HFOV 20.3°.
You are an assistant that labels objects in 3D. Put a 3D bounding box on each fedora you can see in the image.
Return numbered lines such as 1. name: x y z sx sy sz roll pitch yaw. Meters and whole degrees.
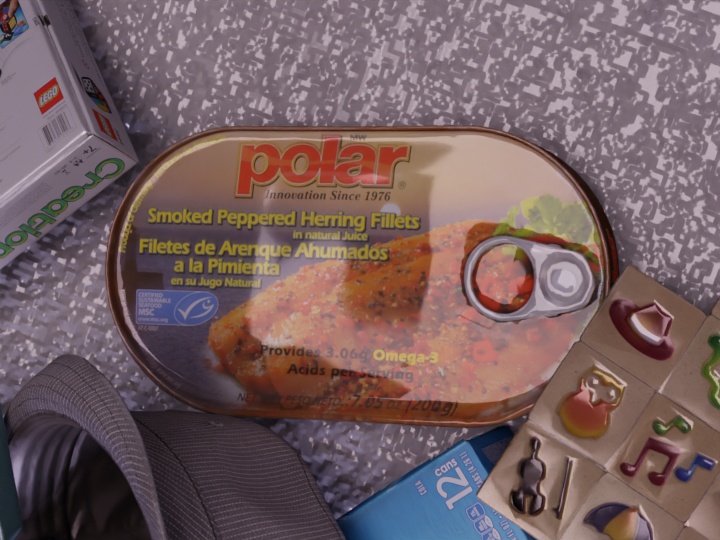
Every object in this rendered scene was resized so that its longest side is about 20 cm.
1. fedora: -0.063 0.113 0.735 0.200 0.090 0.178 -1 98 62

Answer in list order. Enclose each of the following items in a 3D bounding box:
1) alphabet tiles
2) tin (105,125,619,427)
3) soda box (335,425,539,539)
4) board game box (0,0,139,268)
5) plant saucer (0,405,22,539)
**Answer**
1. alphabet tiles: 0.149 0.094 0.699 0.200 0.008 0.167 34 84 7
2. tin: 0.000 0.000 0.770 0.199 0.042 0.112 2 96 18
3. soda box: 0.071 0.160 0.735 0.068 0.064 0.200 -33 81 15
4. board game box: -0.191 -0.038 0.810 0.200 0.035 0.126 -35 58 16
5. plant saucer: -0.200 0.089 0.805 0.200 0.019 0.070 -18 81 42
